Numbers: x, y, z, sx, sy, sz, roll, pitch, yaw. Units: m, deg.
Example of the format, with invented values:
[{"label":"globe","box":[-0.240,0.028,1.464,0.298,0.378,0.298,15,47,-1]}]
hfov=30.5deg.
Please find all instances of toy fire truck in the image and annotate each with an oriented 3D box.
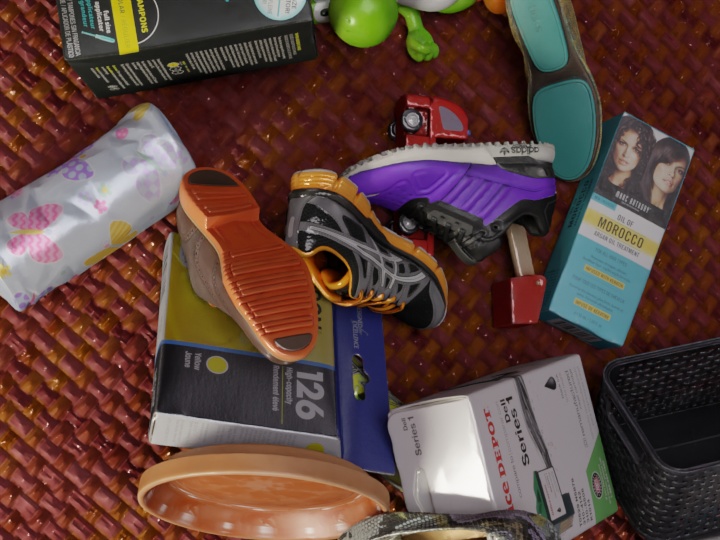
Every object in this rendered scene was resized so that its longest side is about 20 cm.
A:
[{"label":"toy fire truck","box":[0.095,-0.053,1.183,0.139,0.049,0.203,4,82,-15]}]

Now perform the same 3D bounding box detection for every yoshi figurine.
[{"label":"yoshi figurine","box":[0.046,-0.243,1.165,0.197,0.112,0.114,-15,94,-13]}]

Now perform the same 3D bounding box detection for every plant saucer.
[{"label":"plant saucer","box":[-0.075,0.174,1.038,0.197,0.201,0.033,9,64,-13]}]

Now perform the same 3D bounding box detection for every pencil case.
[{"label":"pencil case","box":[-0.228,-0.054,1.080,0.199,0.083,0.091,-38,82,-16]}]

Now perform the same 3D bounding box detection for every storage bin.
[{"label":"storage bin","box":[0.315,0.142,1.163,0.197,0.095,0.136,-11,43,-15]}]

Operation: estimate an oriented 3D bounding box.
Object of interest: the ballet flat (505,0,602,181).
[{"label":"ballet flat","box":[0.180,-0.183,1.205,0.070,0.071,0.202,-26,113,-16]}]

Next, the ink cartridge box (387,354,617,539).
[{"label":"ink cartridge box","box":[0.122,0.162,1.097,0.199,0.084,0.148,-12,87,-55]}]

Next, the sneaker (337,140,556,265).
[{"label":"sneaker","box":[0.079,-0.054,1.118,0.197,0.070,0.101,-4,87,-15]}]

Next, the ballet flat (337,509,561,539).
[{"label":"ballet flat","box":[0.051,0.218,0.988,0.072,0.198,0.073,26,58,-51]}]

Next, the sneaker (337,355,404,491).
[{"label":"sneaker","box":[0.000,0.116,1.125,0.199,0.076,0.076,35,78,-7]}]

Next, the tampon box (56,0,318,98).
[{"label":"tampon box","box":[-0.143,-0.242,1.079,0.197,0.126,0.152,-10,85,-1]}]

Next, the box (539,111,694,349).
[{"label":"box","box":[0.233,-0.036,1.218,0.081,0.049,0.202,25,78,-11]}]

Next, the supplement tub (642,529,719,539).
[{"label":"supplement tub","box":[0.323,0.327,1.163,0.121,0.122,0.203,-10,86,-16]}]

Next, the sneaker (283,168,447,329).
[{"label":"sneaker","box":[0.000,0.000,1.109,0.200,0.078,0.078,40,55,-35]}]

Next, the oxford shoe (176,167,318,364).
[{"label":"oxford shoe","box":[-0.091,0.008,1.038,0.070,0.073,0.201,-4,45,-30]}]

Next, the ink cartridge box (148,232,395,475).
[{"label":"ink cartridge box","box":[-0.067,0.065,1.075,0.197,0.047,0.199,8,43,-12]}]
